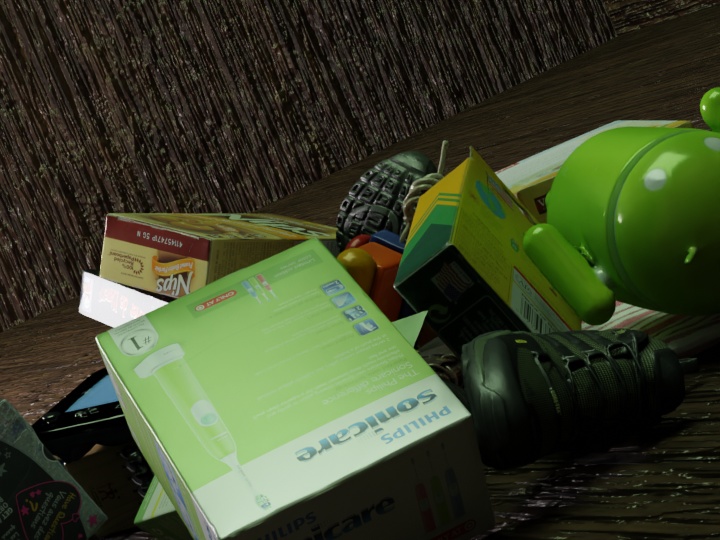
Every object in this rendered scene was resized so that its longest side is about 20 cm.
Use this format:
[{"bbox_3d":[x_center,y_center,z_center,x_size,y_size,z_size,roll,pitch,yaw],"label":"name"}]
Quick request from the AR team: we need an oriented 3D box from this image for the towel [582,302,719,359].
[{"bbox_3d":[0.191,0.033,1.260,0.146,0.030,0.200,-25,8,-11],"label":"towel"}]

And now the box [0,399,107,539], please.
[{"bbox_3d":[-0.280,0.170,1.288,0.132,0.115,0.200,-45,17,-24],"label":"box"}]

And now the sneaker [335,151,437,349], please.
[{"bbox_3d":[0.028,-0.005,1.481,0.091,0.200,0.076,-12,39,-43],"label":"sneaker"}]

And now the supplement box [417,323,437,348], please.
[{"bbox_3d":[0.143,0.000,1.456,0.126,0.074,0.200,-15,11,47],"label":"supplement box"}]

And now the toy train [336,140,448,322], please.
[{"bbox_3d":[0.000,0.000,1.363,0.085,0.200,0.116,25,18,36],"label":"toy train"}]

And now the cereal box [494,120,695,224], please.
[{"bbox_3d":[0.170,-0.075,1.468,0.144,0.040,0.200,-23,6,-5],"label":"cereal box"}]

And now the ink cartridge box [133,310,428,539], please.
[{"bbox_3d":[-0.053,0.093,1.174,0.200,0.048,0.146,-25,36,54],"label":"ink cartridge box"}]

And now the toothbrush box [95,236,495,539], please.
[{"bbox_3d":[-0.039,0.086,1.036,0.145,0.086,0.200,-25,37,-14],"label":"toothbrush box"}]

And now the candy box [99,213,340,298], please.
[{"bbox_3d":[-0.095,-0.011,1.494,0.115,0.055,0.200,14,10,37],"label":"candy box"}]

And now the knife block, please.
[{"bbox_3d":[-0.115,0.129,1.373,0.175,0.064,0.200,-19,8,25],"label":"knife block"}]

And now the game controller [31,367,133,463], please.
[{"bbox_3d":[-0.172,0.092,1.392,0.104,0.042,0.200,-22,8,13],"label":"game controller"}]

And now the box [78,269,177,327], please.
[{"bbox_3d":[-0.119,0.034,1.496,0.136,0.038,0.200,2,8,-34],"label":"box"}]

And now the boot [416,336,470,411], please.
[{"bbox_3d":[0.048,0.074,1.252,0.174,0.069,0.200,-28,9,-39],"label":"boot"}]

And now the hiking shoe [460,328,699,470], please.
[{"bbox_3d":[0.123,0.059,1.039,0.100,0.076,0.200,-14,0,24],"label":"hiking shoe"}]

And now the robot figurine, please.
[{"bbox_3d":[0.193,-0.032,1.195,0.175,0.116,0.200,-34,14,-12],"label":"robot figurine"}]

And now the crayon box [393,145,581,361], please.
[{"bbox_3d":[0.090,0.006,1.237,0.051,0.127,0.200,-38,11,20],"label":"crayon box"}]

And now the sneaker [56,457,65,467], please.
[{"bbox_3d":[-0.262,0.174,1.505,0.077,0.076,0.200,-17,17,0],"label":"sneaker"}]
